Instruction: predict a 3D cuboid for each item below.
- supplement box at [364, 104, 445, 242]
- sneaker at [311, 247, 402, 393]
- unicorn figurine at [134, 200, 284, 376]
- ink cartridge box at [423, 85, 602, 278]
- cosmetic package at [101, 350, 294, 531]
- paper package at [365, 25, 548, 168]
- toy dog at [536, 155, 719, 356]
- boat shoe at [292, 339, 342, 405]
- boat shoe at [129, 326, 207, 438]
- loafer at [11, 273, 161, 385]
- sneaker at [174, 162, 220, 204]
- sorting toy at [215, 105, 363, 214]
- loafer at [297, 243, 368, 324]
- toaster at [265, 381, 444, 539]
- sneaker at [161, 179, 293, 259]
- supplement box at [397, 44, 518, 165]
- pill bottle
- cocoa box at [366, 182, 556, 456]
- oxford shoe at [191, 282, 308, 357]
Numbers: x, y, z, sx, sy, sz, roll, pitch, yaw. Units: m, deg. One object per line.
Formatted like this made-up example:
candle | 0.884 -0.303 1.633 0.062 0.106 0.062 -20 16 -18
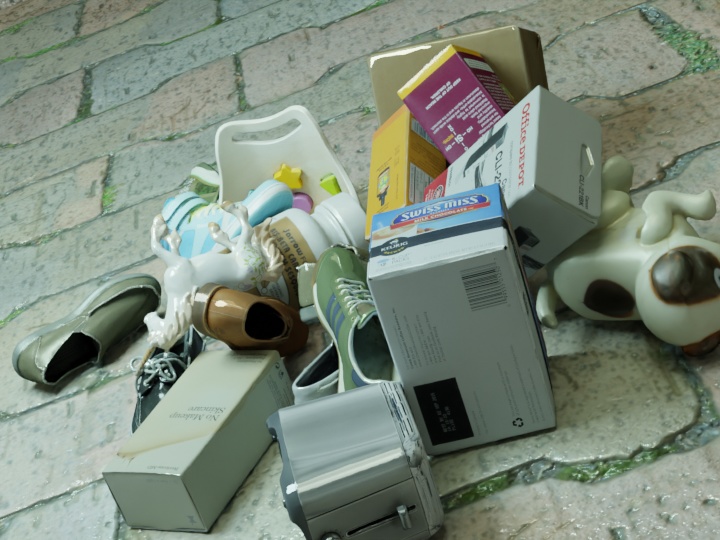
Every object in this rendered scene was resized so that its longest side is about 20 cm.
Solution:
supplement box | 0.052 -0.098 1.658 0.066 0.069 0.201 -40 25 32
sneaker | 0.006 0.052 1.453 0.067 0.090 0.201 2 60 -23
unicorn figurine | -0.172 0.005 1.582 0.199 0.074 0.138 -20 66 -9
ink cartridge box | 0.147 -0.066 1.494 0.200 0.083 0.145 -41 30 42
cosmetic package | -0.156 0.165 1.480 0.103 0.074 0.200 -3 31 30
paper package | 0.125 -0.185 1.786 0.199 0.192 0.103 -10 1 20
toy dog | 0.276 -0.002 1.420 0.193 0.140 0.200 -31 30 -18
boat shoe | -0.004 0.085 1.524 0.072 0.069 0.200 8 39 44
boat shoe | -0.210 0.118 1.607 0.073 0.068 0.200 -10 29 20
loafer | -0.314 0.078 1.766 0.199 0.076 0.070 -36 42 -18
sneaker | -0.198 -0.078 1.978 0.089 0.077 0.200 -41 26 -11
sorting toy | -0.092 -0.110 1.822 0.198 0.181 0.107 -11 28 17
loafer | 0.000 0.000 1.611 0.075 0.070 0.200 -15 5 33
toaster | -0.006 0.177 1.314 0.128 0.114 0.200 -17 25 -3
sneaker | -0.172 -0.066 1.769 0.200 0.131 0.079 -46 -26 26
supplement box | 0.145 -0.147 1.667 0.086 0.201 0.110 -40 -11 19
pill bottle | -0.083 -0.005 1.696 0.199 0.115 0.114 -29 28 -16
cocoa box | 0.095 0.045 1.384 0.132 0.201 0.132 -13 27 10
oxford shoe | -0.098 0.062 1.557 0.071 0.072 0.200 12 -4 26
